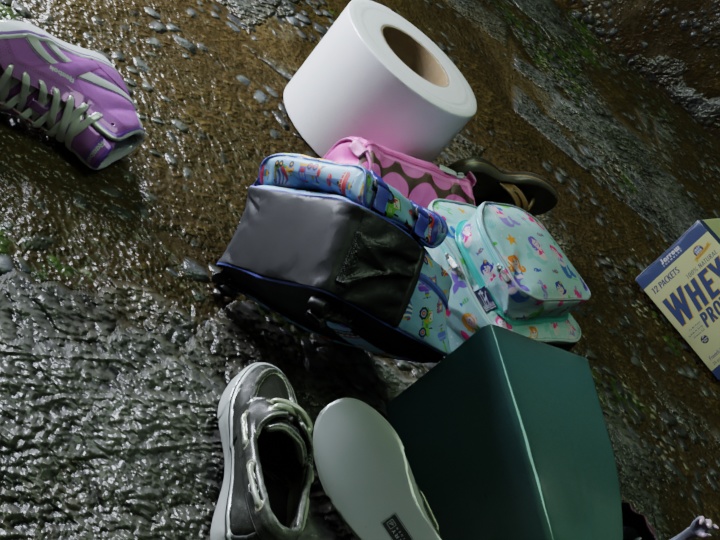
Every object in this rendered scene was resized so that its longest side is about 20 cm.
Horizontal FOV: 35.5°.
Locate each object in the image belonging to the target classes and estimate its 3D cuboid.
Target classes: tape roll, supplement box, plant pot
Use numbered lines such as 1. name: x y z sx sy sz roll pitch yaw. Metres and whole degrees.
1. tape roll: 0.024 -0.210 1.366 0.201 0.139 0.204 32 30 -21
2. supplement box: 0.564 0.037 1.734 0.201 0.134 0.199 53 28 19
3. plant pot: 0.135 0.182 0.966 0.140 0.141 0.202 19 43 -38

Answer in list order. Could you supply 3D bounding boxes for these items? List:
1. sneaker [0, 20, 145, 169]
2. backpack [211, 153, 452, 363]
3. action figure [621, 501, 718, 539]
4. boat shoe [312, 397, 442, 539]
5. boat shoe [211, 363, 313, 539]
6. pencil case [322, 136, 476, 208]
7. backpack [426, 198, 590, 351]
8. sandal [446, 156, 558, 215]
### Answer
1. sneaker: -0.262 -0.143 0.957 0.199 0.073 0.115 -1 53 -54
2. backpack: 0.000 0.000 0.991 0.199 0.136 0.181 28 -10 -40
3. action figure: 0.273 0.305 1.037 0.200 0.148 0.135 48 25 -35
4. boat shoe: 0.022 0.195 0.872 0.202 0.070 0.064 61 -8 22
5. boat shoe: -0.062 0.132 0.823 0.070 0.064 0.201 31 29 -23
6. pencil case: 0.043 -0.092 1.273 0.198 0.094 0.091 12 40 -45
7. backpack: 0.133 0.011 1.200 0.176 0.151 0.201 3 42 -50
8. sandal: 0.189 -0.100 1.506 0.199 0.081 0.055 17 53 -44
